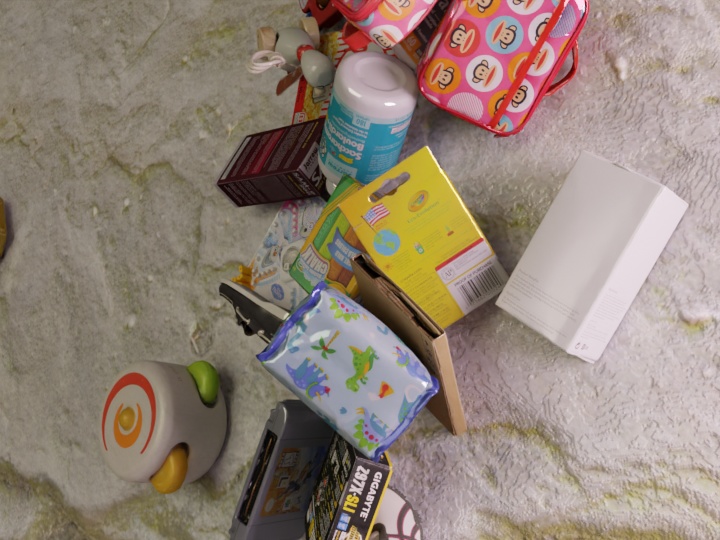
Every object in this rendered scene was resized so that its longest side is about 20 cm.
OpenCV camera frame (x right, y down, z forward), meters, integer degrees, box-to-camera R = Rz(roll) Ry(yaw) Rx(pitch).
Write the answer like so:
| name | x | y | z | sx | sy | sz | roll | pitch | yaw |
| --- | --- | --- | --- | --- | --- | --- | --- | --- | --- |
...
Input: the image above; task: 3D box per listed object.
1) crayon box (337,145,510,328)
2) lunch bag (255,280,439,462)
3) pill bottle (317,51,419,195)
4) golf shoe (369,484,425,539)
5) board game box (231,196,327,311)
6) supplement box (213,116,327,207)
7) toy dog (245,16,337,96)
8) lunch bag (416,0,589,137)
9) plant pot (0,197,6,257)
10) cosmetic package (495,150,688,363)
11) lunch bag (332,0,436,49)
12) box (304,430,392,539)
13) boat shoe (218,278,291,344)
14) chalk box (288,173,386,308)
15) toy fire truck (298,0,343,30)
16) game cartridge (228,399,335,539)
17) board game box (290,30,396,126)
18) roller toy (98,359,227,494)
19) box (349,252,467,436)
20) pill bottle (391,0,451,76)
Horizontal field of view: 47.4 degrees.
| name | x | y | z | sx | sy | sz | roll | pitch | yaw |
| --- | --- | --- | --- | --- | --- | --- | --- | --- | --- |
| crayon box | 0.075 | -0.035 | 0.964 | 0.127 | 0.201 | 0.051 | -32 | 19 | 5 |
| lunch bag | -0.013 | 0.102 | 0.915 | 0.170 | 0.200 | 0.128 | 42 | 95 | -1 |
| pill bottle | 0.004 | -0.182 | 1.099 | 0.201 | 0.110 | 0.111 | 107 | 145 | -48 |
| golf shoe | 0.035 | 0.336 | 0.975 | 0.077 | 0.088 | 0.200 | -47 | 49 | 22 |
| board game box | -0.104 | -0.017 | 1.224 | 0.201 | 0.026 | 0.200 | -59 | 41 | 11 |
| supplement box | -0.122 | -0.161 | 1.245 | 0.199 | 0.061 | 0.109 | -3 | 51 | 44 |
| toy dog | -0.089 | -0.294 | 1.196 | 0.131 | 0.097 | 0.201 | -3 | 36 | 3 |
| lunch bag | 0.178 | -0.269 | 0.990 | 0.082 | 0.175 | 0.201 | -83 | 19 | -64 |
| plant pot | -0.917 | -0.093 | 1.862 | 0.199 | 0.194 | 0.196 | -33 | 57 | 18 |
| cosmetic package | 0.251 | -0.016 | 0.898 | 0.113 | 0.081 | 0.201 | 38 | 102 | 40 |
| lunch bag | 0.036 | -0.354 | 1.018 | 0.176 | 0.082 | 0.200 | -50 | 26 | 12 |
| box | -0.020 | 0.270 | 0.987 | 0.200 | 0.049 | 0.161 | -136 | 63 | -82 |
| boat shoe | -0.145 | 0.066 | 1.162 | 0.199 | 0.074 | 0.061 | 24 | 87 | 41 |
| chalk box | 0.000 | 0.000 | 1.079 | 0.125 | 0.124 | 0.201 | 39 | 103 | 41 |
| toy fire truck | -0.052 | -0.470 | 1.290 | 0.168 | 0.111 | 0.201 | -54 | 45 | 47 |
| game cartridge | -0.090 | 0.265 | 1.071 | 0.041 | 0.133 | 0.201 | 26 | 99 | 42 |
| board game box | -0.008 | -0.283 | 1.222 | 0.199 | 0.046 | 0.153 | 1 | 78 | 41 |
| roller toy | -0.311 | 0.236 | 1.267 | 0.182 | 0.139 | 0.201 | -6 | 74 | 40 |
| box | 0.057 | 0.089 | 0.969 | 0.021 | 0.201 | 0.163 | -34 | 49 | -14 |
| pill bottle | 0.136 | -0.343 | 1.070 | 0.200 | 0.116 | 0.117 | -39 | 55 | 26 |
